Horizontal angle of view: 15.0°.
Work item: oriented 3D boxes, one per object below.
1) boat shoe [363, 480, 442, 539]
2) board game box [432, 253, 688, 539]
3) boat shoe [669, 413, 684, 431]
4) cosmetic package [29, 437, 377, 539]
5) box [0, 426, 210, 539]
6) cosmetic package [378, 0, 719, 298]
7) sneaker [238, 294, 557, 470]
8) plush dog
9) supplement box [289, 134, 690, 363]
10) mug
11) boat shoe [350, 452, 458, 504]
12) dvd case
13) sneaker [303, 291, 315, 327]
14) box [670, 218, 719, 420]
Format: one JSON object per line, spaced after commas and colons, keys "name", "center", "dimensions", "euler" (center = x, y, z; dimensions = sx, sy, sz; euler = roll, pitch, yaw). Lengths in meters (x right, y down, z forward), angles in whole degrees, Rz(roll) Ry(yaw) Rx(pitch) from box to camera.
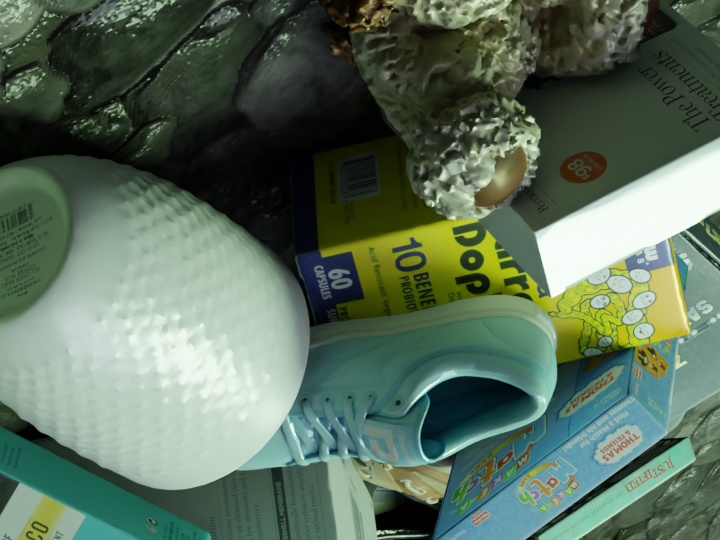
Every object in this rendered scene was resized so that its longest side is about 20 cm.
{"name": "boat shoe", "center": [-0.013, 0.160, 1.848], "dimensions": [0.075, 0.066, 0.199], "euler": [-46, 150, 26]}
{"name": "board game box", "center": [0.117, 0.075, 1.565], "dimensions": [0.151, 0.037, 0.200], "euler": [-40, -167, 25]}
{"name": "boat shoe", "center": [0.124, 0.114, 1.870], "dimensions": [0.202, 0.075, 0.086], "euler": [-27, -172, -31]}
{"name": "cosmetic package", "center": [-0.097, 0.179, 1.669], "dimensions": [0.200, 0.123, 0.199], "euler": [-11, 153, 6]}
{"name": "box", "center": [-0.189, 0.144, 1.513], "dimensions": [0.200, 0.049, 0.082], "euler": [28, 110, -11]}
{"name": "cosmetic package", "center": [0.113, -0.084, 1.445], "dimensions": [0.151, 0.200, 0.052], "euler": [-29, 130, -10]}
{"name": "sneaker", "center": [0.008, 0.071, 1.448], "dimensions": [0.200, 0.082, 0.074], "euler": [-20, 120, 11]}
{"name": "plush dog", "center": [0.042, -0.151, 1.365], "dimensions": [0.200, 0.160, 0.172], "euler": [-47, 143, -30]}
{"name": "supplement box", "center": [0.070, -0.014, 1.510], "dimensions": [0.200, 0.110, 0.109], "euler": [-13, 121, 5]}
{"name": "mug", "center": [-0.155, 0.023, 1.422], "dimensions": [0.200, 0.148, 0.175], "euler": [-12, 153, 28]}
{"name": "boat shoe", "center": [0.025, 0.102, 1.634], "dimensions": [0.072, 0.076, 0.200], "euler": [-25, 151, 20]}
{"name": "dvd case", "center": [0.123, 0.162, 1.905], "dimensions": [0.146, 0.022, 0.200], "euler": [-30, -170, -31]}
{"name": "sneaker", "center": [0.000, 0.000, 1.622], "dimensions": [0.200, 0.075, 0.106], "euler": [-26, 134, 2]}
{"name": "box", "center": [0.153, 0.042, 1.716], "dimensions": [0.200, 0.051, 0.158], "euler": [-32, 135, 20]}
